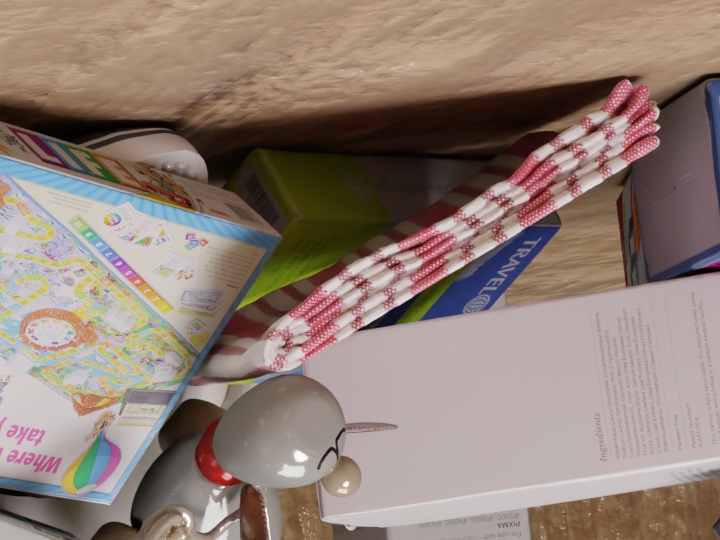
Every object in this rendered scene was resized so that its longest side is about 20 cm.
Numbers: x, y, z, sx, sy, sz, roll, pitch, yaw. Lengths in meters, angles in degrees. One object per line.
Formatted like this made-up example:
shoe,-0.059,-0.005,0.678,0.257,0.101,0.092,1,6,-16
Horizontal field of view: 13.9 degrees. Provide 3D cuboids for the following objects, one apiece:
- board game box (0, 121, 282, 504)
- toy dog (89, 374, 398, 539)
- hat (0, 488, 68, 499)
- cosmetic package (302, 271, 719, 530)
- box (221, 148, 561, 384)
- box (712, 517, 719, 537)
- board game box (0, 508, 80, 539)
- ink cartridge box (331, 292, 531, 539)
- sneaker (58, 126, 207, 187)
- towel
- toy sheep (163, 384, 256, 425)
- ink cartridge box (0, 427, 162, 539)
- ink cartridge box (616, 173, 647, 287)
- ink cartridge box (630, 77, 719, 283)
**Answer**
board game box,-0.132,0.016,1.114,0.034,0.135,0.200,41,-166,33
toy dog,-0.041,0.104,1.207,0.096,0.132,0.200,37,175,-8
hat,-0.169,0.008,1.244,0.200,0.201,0.081,-1,133,-40
cosmetic package,0.084,0.059,1.292,0.199,0.085,0.108,-8,172,11
box,0.000,0.000,1.353,0.199,0.048,0.122,0,140,-46
box,0.219,0.069,1.263,0.200,0.032,0.121,-49,165,17
board game box,-0.211,0.103,1.167,0.199,0.065,0.148,21,173,-8
ink cartridge box,0.030,0.076,1.605,0.083,0.201,0.145,-5,174,-13
sneaker,-0.161,-0.017,1.161,0.199,0.079,0.079,-27,146,-19
towel,0.019,-0.012,1.209,0.199,0.030,0.146,-31,-176,-19
toy sheep,-0.062,0.032,1.468,0.199,0.139,0.138,-4,174,-29
ink cartridge box,-0.182,0.150,1.369,0.145,0.085,0.200,-32,173,-44
ink cartridge box,0.207,0.013,1.441,0.144,0.146,0.200,-6,174,1
ink cartridge box,0.229,-0.044,1.264,0.199,0.077,0.136,-6,175,-10
